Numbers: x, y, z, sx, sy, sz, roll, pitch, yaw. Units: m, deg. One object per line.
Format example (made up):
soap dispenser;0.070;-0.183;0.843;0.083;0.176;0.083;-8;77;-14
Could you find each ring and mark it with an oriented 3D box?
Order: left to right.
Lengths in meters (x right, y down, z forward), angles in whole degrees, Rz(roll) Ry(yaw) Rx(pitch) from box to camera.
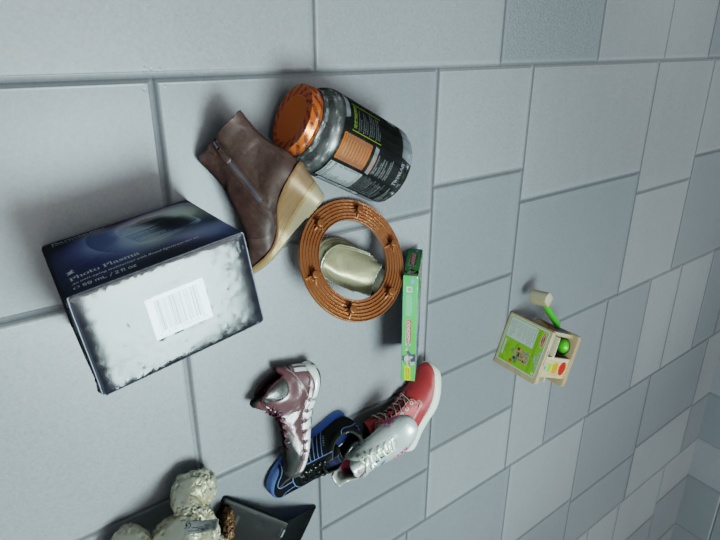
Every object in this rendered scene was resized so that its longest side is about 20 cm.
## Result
ring;-0.009;-0.019;0.916;0.195;0.019;0.207;8;73;-29

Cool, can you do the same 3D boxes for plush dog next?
plush dog;-0.267;0.443;0.879;0.199;0.159;0.174;-40;143;-20

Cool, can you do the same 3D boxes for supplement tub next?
supplement tub;-0.025;-0.189;0.838;0.197;0.121;0.126;19;96;-41

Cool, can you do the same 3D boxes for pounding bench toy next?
pounding bench toy;0.440;0.155;1.342;0.153;0.123;0.206;11;100;-40

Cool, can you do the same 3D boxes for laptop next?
laptop;-0.201;0.515;1.044;0.196;0.116;0.191;26;90;-13

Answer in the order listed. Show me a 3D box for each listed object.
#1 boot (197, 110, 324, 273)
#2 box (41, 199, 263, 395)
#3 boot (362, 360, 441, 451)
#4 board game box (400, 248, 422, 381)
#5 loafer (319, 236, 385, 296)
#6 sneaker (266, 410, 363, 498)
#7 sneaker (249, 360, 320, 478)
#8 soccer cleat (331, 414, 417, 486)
boot;-0.162;-0.102;0.797;0.165;0.073;0.200;40;119;-13
box;-0.255;0.015;0.681;0.197;0.197;0.127;-24;119;-29
boot;0.079;0.276;1.138;0.142;0.072;0.205;14;102;-39
board game box;0.095;0.079;1.044;0.135;0.028;0.206;-65;156;-67
loafer;0.000;0.000;0.966;0.197;0.068;0.078;20;95;-41
sneaker;-0.082;0.347;1.028;0.199;0.077;0.071;-41;128;-19
sneaker;-0.140;0.253;0.958;0.113;0.075;0.207;8;92;-35
soccer cleat;0.026;0.347;1.056;0.199;0.070;0.086;-39;179;22
